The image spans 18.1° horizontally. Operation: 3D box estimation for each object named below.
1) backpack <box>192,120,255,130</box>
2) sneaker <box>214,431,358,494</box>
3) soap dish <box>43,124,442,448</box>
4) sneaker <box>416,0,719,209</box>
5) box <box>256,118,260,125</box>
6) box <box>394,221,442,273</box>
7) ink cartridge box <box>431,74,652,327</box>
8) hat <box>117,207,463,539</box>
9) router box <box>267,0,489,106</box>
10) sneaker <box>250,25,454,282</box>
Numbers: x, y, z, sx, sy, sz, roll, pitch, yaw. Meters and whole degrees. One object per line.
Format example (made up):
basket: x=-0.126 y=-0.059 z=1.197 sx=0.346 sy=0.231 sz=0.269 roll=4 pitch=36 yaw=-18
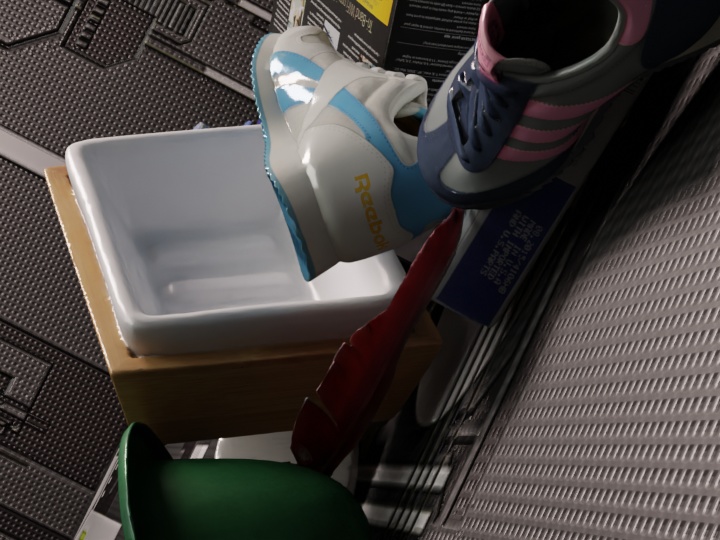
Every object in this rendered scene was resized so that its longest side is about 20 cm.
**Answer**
backpack: x=-0.139 y=-0.021 z=2.030 sx=0.200 sy=0.146 sz=0.183 roll=-60 pitch=5 yaw=42
sneaker: x=-0.040 y=0.089 z=1.190 sx=0.201 sy=0.075 sz=0.089 roll=-104 pitch=3 yaw=-46
soap dish: x=-0.064 y=0.005 z=1.112 sx=0.200 sy=0.156 sz=0.082 roll=-119 pitch=28 yaw=-56
sneaker: x=0.063 y=-0.083 z=0.871 sx=0.200 sy=0.082 sz=0.070 roll=-42 pitch=61 yaw=48
box: x=-0.049 y=-0.153 z=2.152 sx=0.141 sy=0.079 sz=0.201 roll=120 pitch=173 yaw=-46
box: x=0.000 y=0.000 z=1.285 sx=0.200 sy=0.060 sz=0.117 roll=-54 pitch=12 yaw=51
ink cartridge box: x=0.099 y=-0.101 z=1.017 sx=0.197 sy=0.043 sz=0.200 roll=-61 pitch=5 yaw=30
hat: x=-0.001 y=0.117 z=0.990 sx=0.200 sy=0.175 sz=0.166 roll=68 pitch=-175 yaw=-53
router box: x=0.011 y=-0.160 z=1.184 sx=0.200 sy=0.052 sz=0.158 roll=-128 pitch=46 yaw=-62
sneaker: x=-0.004 y=-0.062 z=1.053 sx=0.200 sy=0.080 sz=0.077 roll=-105 pitch=-3 yaw=-61
